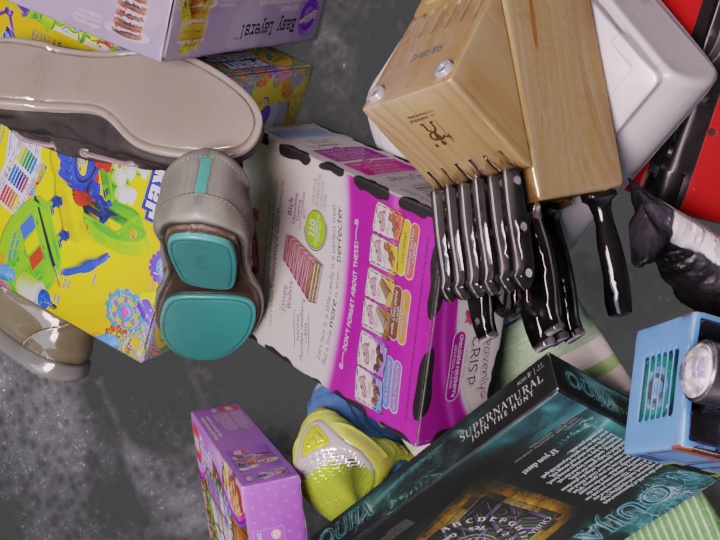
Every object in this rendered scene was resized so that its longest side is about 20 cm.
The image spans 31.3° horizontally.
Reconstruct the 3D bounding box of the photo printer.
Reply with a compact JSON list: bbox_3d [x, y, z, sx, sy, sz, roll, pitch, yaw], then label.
[{"bbox_3d":[0.090,-0.096,0.745,0.167,0.069,0.200,57,134,25],"label":"photo printer"}]

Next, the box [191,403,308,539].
[{"bbox_3d":[-0.072,0.178,0.858,0.039,0.200,0.137,-9,99,-15],"label":"box"}]

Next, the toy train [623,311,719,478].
[{"bbox_3d":[0.236,0.074,0.646,0.199,0.114,0.087,14,76,-16],"label":"toy train"}]

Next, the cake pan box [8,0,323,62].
[{"bbox_3d":[-0.147,-0.191,0.805,0.199,0.184,0.052,23,111,18],"label":"cake pan box"}]

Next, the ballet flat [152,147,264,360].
[{"bbox_3d":[-0.088,-0.008,0.766,0.067,0.200,0.064,5,65,-5],"label":"ballet flat"}]

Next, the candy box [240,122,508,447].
[{"bbox_3d":[0.000,0.000,0.770,0.200,0.061,0.137,28,119,46],"label":"candy box"}]

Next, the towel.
[{"bbox_3d":[0.121,0.127,0.783,0.152,0.023,0.200,-31,95,29],"label":"towel"}]

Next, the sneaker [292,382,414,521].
[{"bbox_3d":[0.025,0.142,0.855,0.076,0.105,0.200,-21,129,16],"label":"sneaker"}]

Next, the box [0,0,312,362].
[{"bbox_3d":[-0.167,-0.078,0.874,0.192,0.122,0.201,27,111,18],"label":"box"}]

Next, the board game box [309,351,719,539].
[{"bbox_3d":[0.085,0.136,0.733,0.135,0.028,0.200,29,125,-30],"label":"board game box"}]

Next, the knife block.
[{"bbox_3d":[0.093,-0.066,0.661,0.064,0.200,0.176,-10,135,47],"label":"knife block"}]

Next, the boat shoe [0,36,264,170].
[{"bbox_3d":[-0.143,-0.096,0.770,0.199,0.057,0.067,14,71,17],"label":"boat shoe"}]

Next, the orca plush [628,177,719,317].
[{"bbox_3d":[0.207,0.031,0.703,0.071,0.200,0.105,-56,39,13],"label":"orca plush"}]

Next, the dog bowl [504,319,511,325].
[{"bbox_3d":[0.069,0.064,0.835,0.200,0.050,0.111,48,116,8],"label":"dog bowl"}]

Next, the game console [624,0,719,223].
[{"bbox_3d":[0.212,-0.138,0.739,0.172,0.119,0.201,11,110,-10],"label":"game console"}]

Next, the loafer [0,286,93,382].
[{"bbox_3d":[-0.279,0.010,0.984,0.200,0.075,0.070,30,101,12],"label":"loafer"}]
